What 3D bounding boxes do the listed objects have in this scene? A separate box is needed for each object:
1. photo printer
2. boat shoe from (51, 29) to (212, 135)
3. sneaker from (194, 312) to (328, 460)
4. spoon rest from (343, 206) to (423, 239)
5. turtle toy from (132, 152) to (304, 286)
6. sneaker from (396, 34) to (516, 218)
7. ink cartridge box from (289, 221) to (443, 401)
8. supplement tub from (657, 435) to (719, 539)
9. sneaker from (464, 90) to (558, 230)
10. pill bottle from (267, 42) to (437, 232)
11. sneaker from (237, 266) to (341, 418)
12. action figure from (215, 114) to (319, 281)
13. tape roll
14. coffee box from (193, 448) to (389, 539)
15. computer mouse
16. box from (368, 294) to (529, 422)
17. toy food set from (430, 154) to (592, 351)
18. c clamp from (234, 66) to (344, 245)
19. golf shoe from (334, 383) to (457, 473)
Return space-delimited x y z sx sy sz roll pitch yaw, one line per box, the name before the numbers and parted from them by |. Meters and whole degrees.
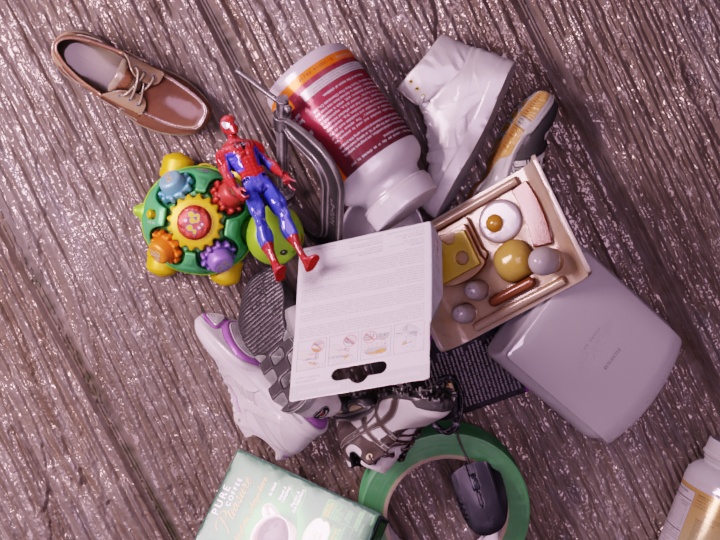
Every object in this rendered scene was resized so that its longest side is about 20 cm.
photo printer | 0.266 0.091 1.545 0.200 0.069 0.167 40 84 -18
boat shoe | -0.266 -0.212 1.533 0.199 0.072 0.076 24 94 -3
sneaker | -0.133 0.137 1.561 0.200 0.075 0.100 47 116 7
spoon rest | 0.000 0.000 1.560 0.099 0.061 0.201 31 94 -3
turtle toy | -0.162 -0.053 1.533 0.199 0.101 0.147 9 94 -1
sneaker | 0.088 -0.170 1.550 0.115 0.074 0.201 25 94 9
ink cartridge box | 0.007 0.051 1.449 0.162 0.057 0.201 -11 57 19
supplement tub | 0.425 0.306 1.548 0.144 0.144 0.201 21 94 -2
sneaker | 0.187 -0.108 1.555 0.087 0.076 0.201 25 103 -9
pill bottle | -0.006 -0.147 1.507 0.113 0.113 0.200 -37 83 2
sneaker | -0.078 0.088 1.531 0.074 0.088 0.201 -37 53 23
action figure | -0.110 -0.088 1.476 0.065 0.052 0.201 -21 68 -19
tape roll | 0.097 0.278 1.574 0.199 0.048 0.202 -1 104 -3
coffee box | -0.080 0.298 1.539 0.199 0.044 0.123 19 78 23
computer mouse | 0.122 0.213 1.519 0.058 0.034 0.201 -20 103 2
box | 0.109 0.096 1.574 0.199 0.036 0.144 -19 103 -1
toy food set | 0.142 -0.017 1.486 0.199 0.060 0.144 -29 79 22
c clamp | -0.071 -0.115 1.506 0.027 0.200 0.171 -35 57 -25
golf shoe | 0.042 0.176 1.491 0.077 0.200 0.095 1 79 -32
